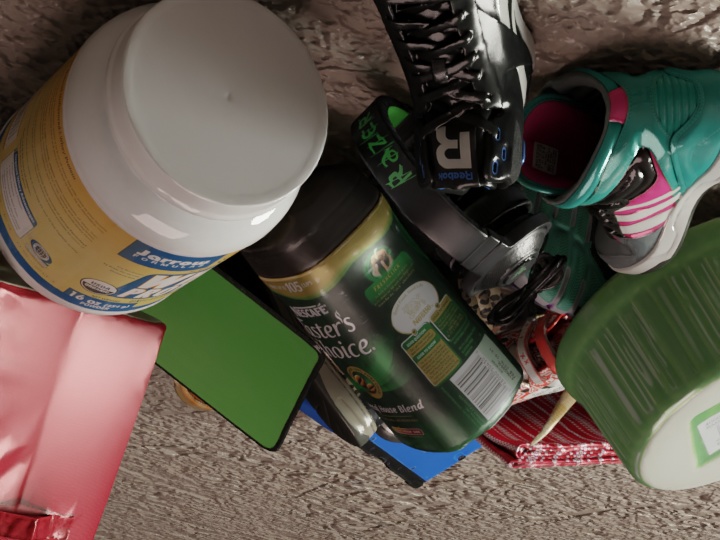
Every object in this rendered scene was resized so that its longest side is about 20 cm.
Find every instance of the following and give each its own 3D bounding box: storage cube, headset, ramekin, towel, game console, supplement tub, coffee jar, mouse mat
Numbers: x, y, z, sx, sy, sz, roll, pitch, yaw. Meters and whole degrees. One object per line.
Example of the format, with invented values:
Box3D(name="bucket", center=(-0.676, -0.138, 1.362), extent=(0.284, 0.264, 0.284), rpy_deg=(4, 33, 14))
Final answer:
Box3D(name="storage cube", center=(-0.260, 0.080, 1.160), extent=(0.199, 0.181, 0.171), rpy_deg=(20, -179, 35))
Box3D(name="headset", center=(0.060, -0.028, 1.090), extent=(0.094, 0.124, 0.200), rpy_deg=(-44, 137, 17))
Box3D(name="ramekin", center=(0.242, 0.061, 1.225), extent=(0.199, 0.098, 0.200), rpy_deg=(-20, 148, -13))
Box3D(name="towel", center=(0.173, 0.122, 1.488), extent=(0.199, 0.023, 0.145), rpy_deg=(0, -162, -27))
Box3D(name="game console", center=(0.019, 0.114, 1.655), extent=(0.170, 0.119, 0.200), rpy_deg=(-33, 150, 9))
Box3D(name="supplement tub", center=(-0.118, -0.065, 1.029), extent=(0.144, 0.146, 0.200), rpy_deg=(15, 158, -26))
Box3D(name="coffee jar", center=(0.010, 0.022, 1.167), extent=(0.200, 0.085, 0.104), rpy_deg=(50, 159, -17))
Box3D(name="mouse mat", center=(-0.105, 0.047, 1.258), extent=(0.161, 0.008, 0.200), rpy_deg=(38, 153, 6))

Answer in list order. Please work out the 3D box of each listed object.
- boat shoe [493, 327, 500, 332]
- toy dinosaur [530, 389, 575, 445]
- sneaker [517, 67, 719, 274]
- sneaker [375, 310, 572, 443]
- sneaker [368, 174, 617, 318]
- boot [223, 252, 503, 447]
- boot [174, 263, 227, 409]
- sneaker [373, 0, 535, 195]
Box3D(name="boat shoe", center=(0.026, 0.046, 1.403), extent=(0.199, 0.073, 0.072), rpy_deg=(-18, 153, 42))
Box3D(name="toy dinosaur", center=(0.198, 0.048, 1.342), extent=(0.101, 0.058, 0.201), rpy_deg=(11, 127, -25))
Box3D(name="sneaker", center=(0.143, -0.057, 1.072), extent=(0.120, 0.084, 0.200), rpy_deg=(4, 152, -11))
Box3D(name="sneaker", center=(0.106, 0.073, 1.396), extent=(0.200, 0.068, 0.108), rpy_deg=(-13, 165, -24))
Box3D(name="sneaker", center=(0.087, -0.025, 1.217), extent=(0.199, 0.075, 0.087), rpy_deg=(30, 160, -28))
Box3D(name="boot", center=(0.000, 0.001, 1.256), extent=(0.204, 0.153, 0.073), rpy_deg=(60, 164, -16))
Box3D(name="boot", center=(-0.071, 0.040, 1.378), extent=(0.154, 0.077, 0.200), rpy_deg=(-5, 141, 9))
Box3D(name="sneaker", center=(0.050, -0.104, 0.934), extent=(0.073, 0.113, 0.200), rpy_deg=(-4, 158, 20))
